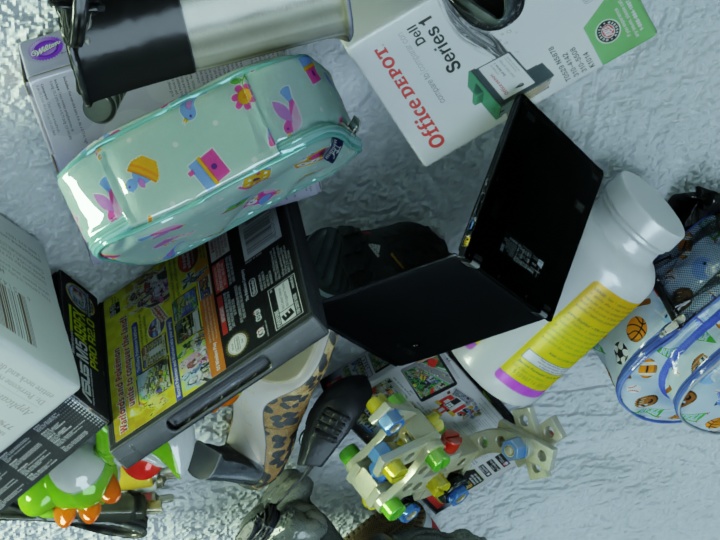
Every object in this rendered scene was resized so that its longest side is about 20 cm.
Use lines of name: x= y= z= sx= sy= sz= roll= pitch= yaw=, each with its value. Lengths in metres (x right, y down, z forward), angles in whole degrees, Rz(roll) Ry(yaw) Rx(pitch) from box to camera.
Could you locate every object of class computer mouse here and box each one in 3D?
computer mouse: x=-0.057 y=0.163 z=1.770 sx=0.034 sy=0.059 sz=0.200 roll=35 pitch=100 yaw=-9

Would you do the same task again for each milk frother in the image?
milk frother: x=-0.106 y=-0.191 z=1.362 sx=0.188 sy=0.200 sz=0.181 roll=-16 pitch=122 yaw=-4

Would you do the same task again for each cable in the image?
cable: x=-0.251 y=0.191 z=1.808 sx=0.200 sy=0.050 sz=0.097 roll=2 pitch=149 yaw=-8

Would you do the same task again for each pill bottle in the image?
pill bottle: x=0.169 y=0.012 z=1.744 sx=0.104 sy=0.104 sz=0.200 roll=28 pitch=118 yaw=-39

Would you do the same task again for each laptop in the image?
laptop: x=0.074 y=-0.024 z=1.622 sx=0.187 sy=0.116 sz=0.200 roll=33 pitch=76 yaw=-61

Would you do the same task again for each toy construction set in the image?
toy construction set: x=0.068 y=0.151 z=1.785 sx=0.200 sy=0.092 sz=0.131 roll=1 pitch=134 yaw=-34

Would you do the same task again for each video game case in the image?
video game case: x=-0.114 y=0.036 z=1.585 sx=0.181 sy=0.200 sz=0.026 roll=-34 pitch=121 yaw=11

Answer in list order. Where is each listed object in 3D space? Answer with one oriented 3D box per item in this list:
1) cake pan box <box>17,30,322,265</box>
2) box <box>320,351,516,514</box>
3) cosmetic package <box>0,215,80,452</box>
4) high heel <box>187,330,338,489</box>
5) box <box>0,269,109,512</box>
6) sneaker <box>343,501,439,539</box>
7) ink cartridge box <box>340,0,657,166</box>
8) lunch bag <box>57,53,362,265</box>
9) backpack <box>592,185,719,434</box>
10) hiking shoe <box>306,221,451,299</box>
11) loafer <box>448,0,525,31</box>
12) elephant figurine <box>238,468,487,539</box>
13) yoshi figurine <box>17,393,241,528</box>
cake pan box: x=-0.134 y=-0.105 z=1.550 sx=0.184 sy=0.052 sz=0.200 roll=-18 pitch=136 yaw=-3
box: x=0.061 y=0.129 z=1.861 sx=0.110 sy=0.035 sz=0.200 roll=-32 pitch=135 yaw=9
cosmetic package: x=-0.340 y=0.052 z=1.532 sx=0.200 sy=0.166 sz=0.167 roll=-37 pitch=134 yaw=14
high heel: x=-0.059 y=0.096 z=1.786 sx=0.200 sy=0.071 sz=0.143 roll=-54 pitch=159 yaw=7
box: x=-0.278 y=0.113 z=1.617 sx=0.200 sy=0.160 sz=0.044 roll=-39 pitch=122 yaw=17
sneaker: x=-0.004 y=0.300 z=1.974 sx=0.200 sy=0.071 sz=0.113 roll=-31 pitch=132 yaw=6
ink cartridge box: x=0.090 y=-0.186 z=1.537 sx=0.200 sy=0.084 sz=0.146 roll=-31 pitch=135 yaw=7
lunch bag: x=-0.095 y=-0.073 z=1.467 sx=0.200 sy=0.077 sz=0.160 roll=-26 pitch=171 yaw=7
backpack: x=0.297 y=0.053 z=1.812 sx=0.190 sy=0.154 sz=0.200 roll=-35 pitch=139 yaw=27
hiking shoe: x=0.000 y=0.000 z=1.692 sx=0.087 sy=0.074 sz=0.200 roll=-13 pitch=164 yaw=37
loafer: x=0.047 y=-0.249 z=1.414 sx=0.068 sy=0.070 sz=0.201 roll=-32 pitch=99 yaw=7
elephant figurine: x=-0.009 y=0.272 z=1.857 sx=0.200 sy=0.142 sz=0.155 roll=33 pitch=117 yaw=-14
yoshi figurine: x=-0.201 y=0.116 z=1.699 sx=0.200 sy=0.112 sz=0.112 roll=-35 pitch=118 yaw=15
